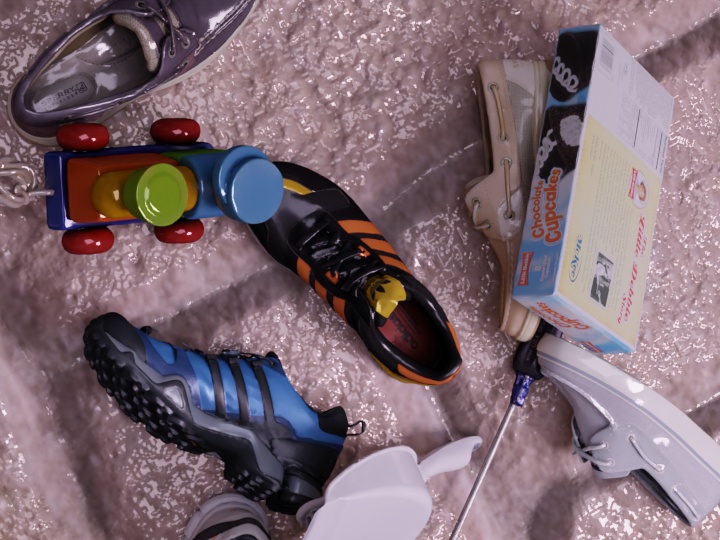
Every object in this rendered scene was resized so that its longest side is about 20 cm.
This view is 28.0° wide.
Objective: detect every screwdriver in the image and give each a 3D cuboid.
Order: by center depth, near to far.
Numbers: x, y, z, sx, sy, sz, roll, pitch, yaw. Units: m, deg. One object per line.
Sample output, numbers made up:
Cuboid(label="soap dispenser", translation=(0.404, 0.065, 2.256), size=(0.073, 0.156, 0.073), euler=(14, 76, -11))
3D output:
Cuboid(label="screwdriver", translation=(0.108, 0.114, 1.047), size=(0.029, 0.028, 0.200), euler=(20, 85, -5))

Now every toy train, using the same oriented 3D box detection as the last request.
Cuboid(label="toy train", translation=(-0.155, -0.049, 0.902), size=(0.200, 0.116, 0.085), euler=(-8, 101, -39))

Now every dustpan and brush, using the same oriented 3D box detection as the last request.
Cuboid(label="dustpan and brush", translation=(0.019, 0.156, 0.986), size=(0.200, 0.140, 0.057), euler=(-11, 51, -35))

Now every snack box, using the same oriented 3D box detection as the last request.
Cuboid(label="snack box", translation=(0.164, -0.055, 0.999), size=(0.116, 0.037, 0.200), euler=(32, 64, -45))

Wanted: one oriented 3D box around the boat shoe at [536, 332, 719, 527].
Cuboid(label="boat shoe", translation=(0.193, 0.121, 1.041), size=(0.201, 0.070, 0.072), euler=(37, 85, -23))

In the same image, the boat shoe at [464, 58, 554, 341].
Cuboid(label="boat shoe", translation=(0.104, -0.050, 1.025), size=(0.065, 0.072, 0.200), euler=(3, 90, -3))

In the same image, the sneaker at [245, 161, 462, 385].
Cuboid(label="sneaker", translation=(0.000, 0.000, 0.986), size=(0.070, 0.090, 0.200), euler=(-44, 101, -9))

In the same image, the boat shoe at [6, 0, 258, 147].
Cuboid(label="boat shoe", translation=(-0.146, -0.151, 0.958), size=(0.200, 0.065, 0.072), euler=(-34, 100, -10))

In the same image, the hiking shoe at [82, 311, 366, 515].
Cuboid(label="hiking shoe", translation=(-0.097, 0.083, 0.985), size=(0.200, 0.074, 0.087), euler=(39, 63, -14))

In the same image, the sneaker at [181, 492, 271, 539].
Cuboid(label="sneaker", translation=(-0.113, 0.251, 0.974), size=(0.074, 0.080, 0.200), euler=(18, 89, -15))
